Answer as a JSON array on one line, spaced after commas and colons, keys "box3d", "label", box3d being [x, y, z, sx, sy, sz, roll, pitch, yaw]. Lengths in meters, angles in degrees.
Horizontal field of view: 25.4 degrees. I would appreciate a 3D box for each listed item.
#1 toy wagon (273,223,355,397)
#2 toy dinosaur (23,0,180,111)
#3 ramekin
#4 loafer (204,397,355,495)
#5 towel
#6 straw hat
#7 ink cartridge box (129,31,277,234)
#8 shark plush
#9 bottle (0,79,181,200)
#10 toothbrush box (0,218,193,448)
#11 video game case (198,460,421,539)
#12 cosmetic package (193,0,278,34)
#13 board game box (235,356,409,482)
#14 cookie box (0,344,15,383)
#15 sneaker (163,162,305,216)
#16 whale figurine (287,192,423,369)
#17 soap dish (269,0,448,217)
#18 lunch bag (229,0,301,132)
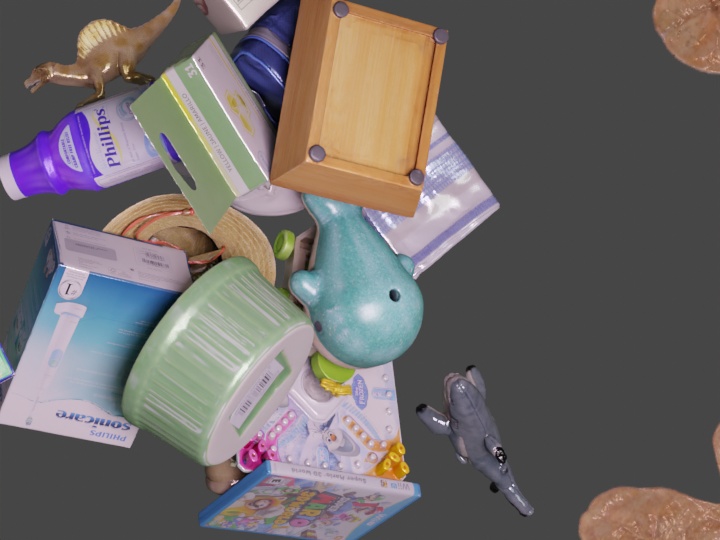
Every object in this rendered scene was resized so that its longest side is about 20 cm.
[{"box3d": [-0.027, 0.045, 1.732, 0.154, 0.040, 0.202, 18, 61, -24], "label": "toy wagon"}, {"box3d": [-0.243, -0.215, 1.645, 0.199, 0.058, 0.102, -32, 105, -19], "label": "toy dinosaur"}, {"box3d": [-0.134, 0.095, 1.575, 0.097, 0.200, 0.200, 35, 78, 15], "label": "ramekin"}, {"box3d": [-0.082, 0.176, 1.732, 0.199, 0.076, 0.068, -27, 117, -29], "label": "loafer"}, {"box3d": [0.050, -0.108, 1.779, 0.147, 0.024, 0.201, -37, 93, -17], "label": "towel"}, {"box3d": [-0.188, -0.019, 1.666, 0.199, 0.085, 0.202, -7, 126, -10], "label": "straw hat"}, {"box3d": [-0.142, -0.137, 1.548, 0.048, 0.200, 0.146, -27, 105, 17], "label": "ink cartridge box"}, {"box3d": [0.137, 0.206, 1.839, 0.090, 0.083, 0.202, -24, 104, -21], "label": "shark plush"}, {"box3d": [-0.264, -0.124, 1.600, 0.198, 0.065, 0.084, -18, 84, 8], "label": "bottle"}, {"box3d": [-0.268, 0.066, 1.597, 0.145, 0.086, 0.201, 13, 119, -24], "label": "toothbrush box"}, {"box3d": [-0.054, 0.252, 1.719, 0.199, 0.143, 0.018, 13, 52, -34], "label": "video game case"}, {"box3d": [-0.160, -0.354, 1.653, 0.103, 0.087, 0.200, -44, 109, -16], "label": "cosmetic package"}, {"box3d": [-0.045, 0.124, 1.724, 0.198, 0.026, 0.202, 8, 61, -27], "label": "board game box"}, {"box3d": [-0.420, 0.018, 1.524, 0.075, 0.171, 0.201, -29, 106, -22], "label": "cookie box"}, {"box3d": [-0.128, -0.106, 1.689, 0.199, 0.088, 0.076, 18, 86, -25], "label": "sneaker"}, {"box3d": [0.000, 0.000, 1.669, 0.158, 0.104, 0.202, -7, 83, -34], "label": "whale figurine"}, {"box3d": [0.004, -0.167, 1.582, 0.156, 0.081, 0.202, 13, 80, -20], "label": "soap dish"}, {"box3d": [-0.045, -0.183, 1.681, 0.200, 0.136, 0.132, 44, 73, -9], "label": "lunch bag"}]
